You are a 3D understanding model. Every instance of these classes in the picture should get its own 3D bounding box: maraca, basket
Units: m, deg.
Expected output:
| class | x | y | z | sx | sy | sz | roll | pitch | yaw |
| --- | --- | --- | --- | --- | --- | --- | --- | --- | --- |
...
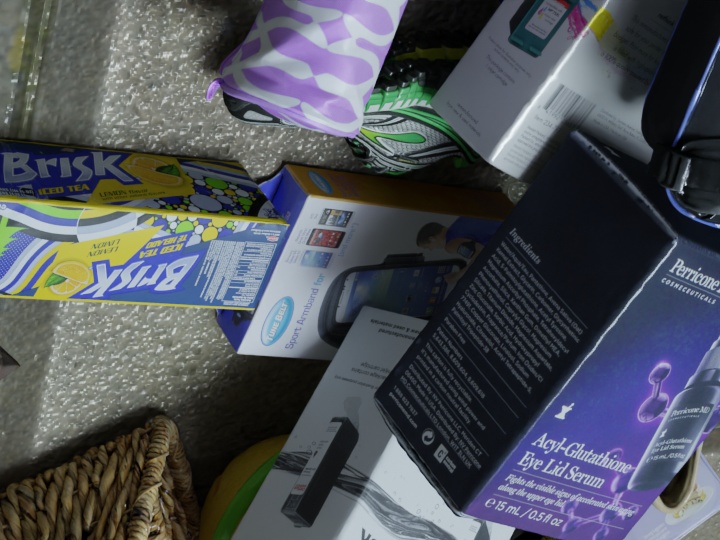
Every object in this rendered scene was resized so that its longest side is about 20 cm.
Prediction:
| class | x | y | z | sx | sy | sz | roll | pitch | yaw |
| --- | --- | --- | --- | --- | --- | --- | --- | --- | --- |
| maraca | -0.043 | 0.183 | 1.372 | 0.137 | 0.107 | 0.200 | -40 | 146 | -16 |
| basket | -0.144 | 0.219 | 1.309 | 0.148 | 0.143 | 0.201 | -22 | 134 | -14 |

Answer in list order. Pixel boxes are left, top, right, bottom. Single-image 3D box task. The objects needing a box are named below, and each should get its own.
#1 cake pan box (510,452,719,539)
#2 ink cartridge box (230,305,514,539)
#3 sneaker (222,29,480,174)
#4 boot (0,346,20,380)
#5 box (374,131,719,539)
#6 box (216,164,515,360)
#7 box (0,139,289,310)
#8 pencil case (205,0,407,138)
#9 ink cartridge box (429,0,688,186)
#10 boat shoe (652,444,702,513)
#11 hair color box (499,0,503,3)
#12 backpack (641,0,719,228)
| class | x | y | z | sx | sy | sz | roll | pitch | yaw |
| --- | --- | --- | --- | --- | --- | --- | --- | --- | --- |
| cake pan box | 0.156 | 0.193 | 1.468 | 0.199 | 0.052 | 0.184 | -36 | 179 | 0 |
| ink cartridge box | 0.018 | 0.147 | 1.275 | 0.144 | 0.083 | 0.201 | 46 | 66 | -41 |
| sneaker | 0.008 | -0.090 | 1.199 | 0.199 | 0.078 | 0.086 | 2 | 125 | -34 |
| boot | -0.275 | 0.094 | 1.106 | 0.199 | 0.186 | 0.065 | -27 | 112 | -7 |
| box | 0.132 | 0.044 | 1.169 | 0.147 | 0.104 | 0.200 | 18 | 115 | -44 |
| box | 0.000 | 0.000 | 1.296 | 0.199 | 0.042 | 0.120 | 4 | 123 | -37 |
| box | -0.146 | -0.025 | 1.159 | 0.199 | 0.070 | 0.065 | 5 | 121 | -35 |
| pencil case | -0.008 | -0.170 | 1.080 | 0.085 | 0.084 | 0.201 | 19 | 92 | -7 |
| ink cartridge box | 0.146 | -0.138 | 1.162 | 0.116 | 0.067 | 0.200 | 24 | 108 | -46 |
| boat shoe | 0.197 | 0.068 | 1.307 | 0.072 | 0.065 | 0.201 | -15 | 131 | -21 |
| hair color box | 0.136 | -0.181 | 1.217 | 0.109 | 0.065 | 0.200 | -40 | 134 | 2 |
| backpack | 0.265 | -0.107 | 1.085 | 0.199 | 0.147 | 0.184 | 15 | 118 | -7 |
